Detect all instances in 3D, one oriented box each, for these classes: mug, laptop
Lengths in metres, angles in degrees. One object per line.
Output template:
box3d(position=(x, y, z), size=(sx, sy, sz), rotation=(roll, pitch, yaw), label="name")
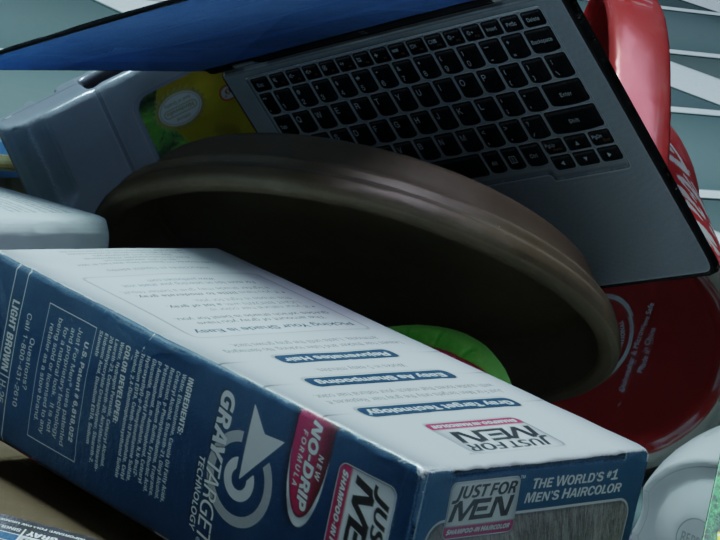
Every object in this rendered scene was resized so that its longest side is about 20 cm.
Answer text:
box3d(position=(0.092, -0.017, 1.114), size=(0.133, 0.179, 0.200), rotation=(-17, 18, 3), label="mug")
box3d(position=(-0.009, -0.038, 0.929), size=(0.187, 0.201, 0.116), rotation=(-8, 31, 48), label="laptop")

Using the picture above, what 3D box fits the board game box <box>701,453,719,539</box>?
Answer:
box3d(position=(0.158, 0.090, 0.796), size=(0.104, 0.024, 0.201), rotation=(7, 42, 13), label="board game box")

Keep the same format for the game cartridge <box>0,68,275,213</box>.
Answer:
box3d(position=(-0.034, -0.046, 1.055), size=(0.199, 0.134, 0.040), rotation=(-28, 24, -9), label="game cartridge")

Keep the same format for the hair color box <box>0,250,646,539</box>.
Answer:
box3d(position=(-0.022, 0.051, 0.789), size=(0.100, 0.061, 0.199), rotation=(-1, 18, -45), label="hair color box")

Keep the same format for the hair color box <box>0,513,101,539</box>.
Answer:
box3d(position=(-0.115, 0.114, 0.601), size=(0.099, 0.061, 0.200), rotation=(12, 14, 5), label="hair color box")

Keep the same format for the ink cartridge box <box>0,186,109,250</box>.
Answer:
box3d(position=(-0.210, 0.009, 0.884), size=(0.199, 0.085, 0.144), rotation=(1, 10, -41), label="ink cartridge box")

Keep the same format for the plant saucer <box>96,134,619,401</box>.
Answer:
box3d(position=(0.000, 0.000, 0.948), size=(0.199, 0.030, 0.200), rotation=(13, -21, 5), label="plant saucer")

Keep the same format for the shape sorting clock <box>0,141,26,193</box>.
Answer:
box3d(position=(-0.229, -0.033, 1.083), size=(0.198, 0.040, 0.200), rotation=(-2, -6, 0), label="shape sorting clock")

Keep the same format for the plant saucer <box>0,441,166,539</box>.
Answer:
box3d(position=(-0.080, 0.091, 0.800), size=(0.199, 0.030, 0.200), rotation=(12, 13, -3), label="plant saucer")

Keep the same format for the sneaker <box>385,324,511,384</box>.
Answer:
box3d(position=(-0.038, 0.053, 0.943), size=(0.199, 0.077, 0.084), rotation=(11, -19, 17), label="sneaker")

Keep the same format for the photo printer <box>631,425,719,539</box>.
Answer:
box3d(position=(0.206, 0.104, 0.899), size=(0.199, 0.070, 0.166), rotation=(21, 16, 36), label="photo printer")
